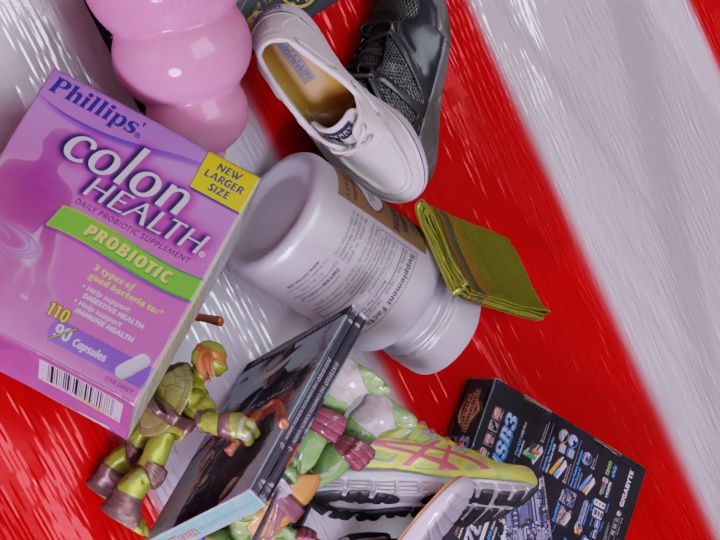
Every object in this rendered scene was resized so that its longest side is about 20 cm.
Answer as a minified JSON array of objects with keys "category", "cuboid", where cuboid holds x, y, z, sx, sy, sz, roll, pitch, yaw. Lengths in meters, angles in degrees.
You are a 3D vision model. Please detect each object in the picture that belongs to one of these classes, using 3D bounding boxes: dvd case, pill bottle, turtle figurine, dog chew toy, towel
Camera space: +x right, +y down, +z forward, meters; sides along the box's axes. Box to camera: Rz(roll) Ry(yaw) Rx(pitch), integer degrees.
[{"category":"dvd case","cuboid":[-0.080,0.122,1.622,0.022,0.146,0.200,44,47,-15]},{"category":"pill bottle","cuboid":[0.000,0.000,1.735,0.200,0.114,0.115,34,69,-31]},{"category":"turtle figurine","cuboid":[-0.140,0.116,1.601,0.064,0.200,0.162,30,94,-41]},{"category":"turtle figurine","cuboid":[-0.024,0.177,1.641,0.144,0.200,0.194,41,79,-20]},{"category":"dog chew toy","cuboid":[-0.136,-0.177,1.591,0.124,0.124,0.201,-24,110,-34]},{"category":"towel","cuboid":[0.105,-0.007,1.796,0.200,0.018,0.087,18,47,-64]}]

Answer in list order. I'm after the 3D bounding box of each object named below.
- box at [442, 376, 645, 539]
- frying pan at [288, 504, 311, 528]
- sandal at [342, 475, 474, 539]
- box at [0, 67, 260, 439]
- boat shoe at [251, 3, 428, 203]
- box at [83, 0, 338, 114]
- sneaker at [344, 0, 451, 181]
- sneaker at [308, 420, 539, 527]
[{"category":"box","cuboid":[0.144,0.224,1.870,0.198,0.050,0.201,30,70,-29]},{"category":"frying pan","cuboid":[-0.064,0.267,1.728,0.190,0.031,0.115,-45,122,-34]},{"category":"sandal","cuboid":[0.017,0.228,1.732,0.059,0.207,0.079,44,24,19]},{"category":"box","cuboid":[-0.197,-0.012,1.559,0.175,0.097,0.201,28,68,1]},{"category":"boat shoe","cuboid":[-0.016,-0.121,1.689,0.200,0.071,0.070,51,19,-24]},{"category":"box","cuboid":[-0.127,-0.242,1.695,0.200,0.049,0.162,-35,106,-30]},{"category":"sneaker","cuboid":[0.013,-0.171,1.777,0.114,0.076,0.201,6,89,-42]},{"category":"sneaker","cuboid":[0.054,0.158,1.768,0.198,0.078,0.091,7,59,-16]}]
